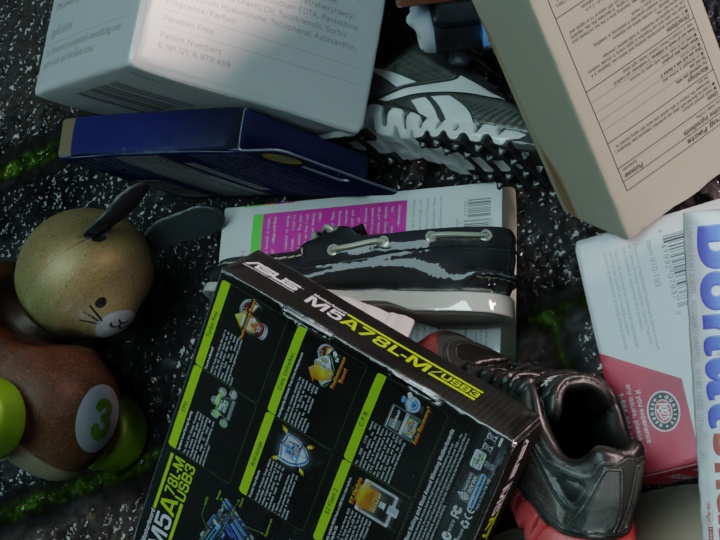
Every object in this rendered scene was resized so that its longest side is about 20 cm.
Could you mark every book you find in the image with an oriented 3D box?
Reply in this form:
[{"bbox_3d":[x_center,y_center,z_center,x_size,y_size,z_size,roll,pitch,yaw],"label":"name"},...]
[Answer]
[{"bbox_3d":[0.002,0.016,1.168,0.200,0.048,0.134,-4,77,24],"label":"book"}]

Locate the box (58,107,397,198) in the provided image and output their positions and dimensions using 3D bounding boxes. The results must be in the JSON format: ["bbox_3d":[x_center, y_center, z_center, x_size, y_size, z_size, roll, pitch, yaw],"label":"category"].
[{"bbox_3d":[-0.083,-0.074,1.162,0.200,0.121,0.032,3,80,40],"label":"box"}]

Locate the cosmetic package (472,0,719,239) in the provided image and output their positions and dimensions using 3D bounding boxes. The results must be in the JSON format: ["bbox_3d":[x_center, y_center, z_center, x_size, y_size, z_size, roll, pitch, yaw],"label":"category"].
[{"bbox_3d":[0.135,-0.130,1.009,0.105,0.200,0.071,-34,29,-15],"label":"cosmetic package"}]

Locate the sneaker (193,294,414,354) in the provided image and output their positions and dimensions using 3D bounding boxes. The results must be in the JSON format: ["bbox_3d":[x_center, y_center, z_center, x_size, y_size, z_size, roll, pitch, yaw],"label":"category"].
[{"bbox_3d":[-0.051,0.078,1.108,0.115,0.074,0.200,24,131,0],"label":"sneaker"}]

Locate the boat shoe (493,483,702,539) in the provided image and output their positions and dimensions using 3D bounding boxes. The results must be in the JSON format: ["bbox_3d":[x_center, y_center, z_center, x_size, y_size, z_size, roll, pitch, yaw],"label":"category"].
[{"bbox_3d":[0.161,0.177,1.059,0.200,0.073,0.063,-14,117,18],"label":"boat shoe"}]

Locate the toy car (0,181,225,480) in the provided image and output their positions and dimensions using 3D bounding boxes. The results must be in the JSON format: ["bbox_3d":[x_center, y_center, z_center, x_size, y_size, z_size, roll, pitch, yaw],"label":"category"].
[{"bbox_3d":[-0.178,0.024,1.183,0.200,0.164,0.158,-44,65,16],"label":"toy car"}]

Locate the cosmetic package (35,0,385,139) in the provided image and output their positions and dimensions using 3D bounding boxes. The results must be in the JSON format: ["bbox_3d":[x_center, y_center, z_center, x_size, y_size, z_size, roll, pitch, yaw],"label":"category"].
[{"bbox_3d":[-0.089,-0.195,1.154,0.167,0.166,0.200,-2,77,61],"label":"cosmetic package"}]

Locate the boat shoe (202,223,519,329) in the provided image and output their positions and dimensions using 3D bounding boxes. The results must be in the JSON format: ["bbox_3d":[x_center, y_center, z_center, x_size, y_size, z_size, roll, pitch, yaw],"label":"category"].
[{"bbox_3d":[0.000,0.000,1.112,0.200,0.074,0.060,0,75,21],"label":"boat shoe"}]

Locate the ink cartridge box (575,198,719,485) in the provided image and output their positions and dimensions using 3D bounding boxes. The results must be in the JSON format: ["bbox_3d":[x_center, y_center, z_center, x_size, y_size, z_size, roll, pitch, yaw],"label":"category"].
[{"bbox_3d":[0.240,0.030,1.022,0.200,0.083,0.145,-17,73,22],"label":"ink cartridge box"}]

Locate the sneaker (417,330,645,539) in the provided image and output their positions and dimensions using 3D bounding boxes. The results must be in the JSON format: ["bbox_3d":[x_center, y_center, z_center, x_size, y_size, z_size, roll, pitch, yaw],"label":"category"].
[{"bbox_3d":[0.096,0.082,1.025,0.200,0.071,0.098,48,134,44],"label":"sneaker"}]

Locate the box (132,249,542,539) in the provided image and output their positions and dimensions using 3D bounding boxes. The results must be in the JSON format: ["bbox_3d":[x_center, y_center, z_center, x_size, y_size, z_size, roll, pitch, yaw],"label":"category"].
[{"bbox_3d":[-0.019,0.120,1.012,0.193,0.048,0.200,30,119,20],"label":"box"}]

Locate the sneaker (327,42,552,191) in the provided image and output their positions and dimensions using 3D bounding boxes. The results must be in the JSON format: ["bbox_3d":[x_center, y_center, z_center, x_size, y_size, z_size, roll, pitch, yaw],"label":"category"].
[{"bbox_3d":[0.062,-0.107,1.137,0.200,0.066,0.091,12,73,42],"label":"sneaker"}]

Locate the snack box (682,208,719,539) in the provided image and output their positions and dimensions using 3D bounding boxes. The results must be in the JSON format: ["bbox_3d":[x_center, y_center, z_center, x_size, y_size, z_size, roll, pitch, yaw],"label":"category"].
[{"bbox_3d":[0.216,0.065,0.966,0.072,0.024,0.200,-7,79,26],"label":"snack box"}]

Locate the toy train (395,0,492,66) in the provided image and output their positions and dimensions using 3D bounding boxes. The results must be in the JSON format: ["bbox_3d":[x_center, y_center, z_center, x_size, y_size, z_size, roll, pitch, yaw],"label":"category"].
[{"bbox_3d":[0.111,-0.185,1.083,0.200,0.087,0.114,-8,117,3],"label":"toy train"}]
